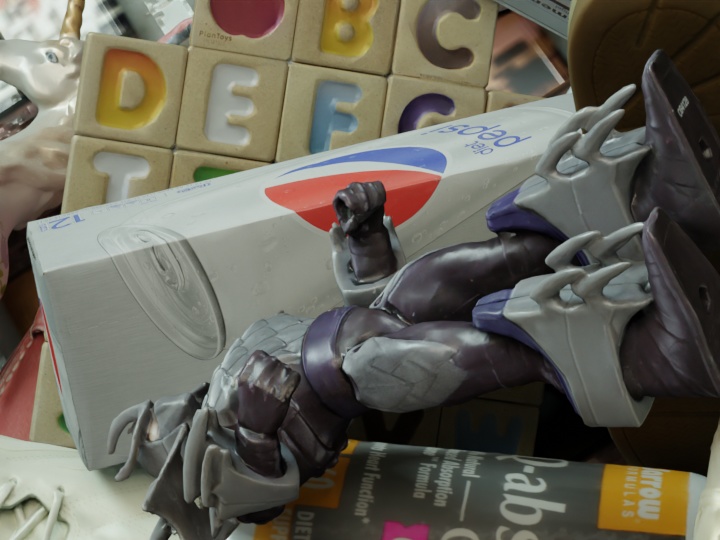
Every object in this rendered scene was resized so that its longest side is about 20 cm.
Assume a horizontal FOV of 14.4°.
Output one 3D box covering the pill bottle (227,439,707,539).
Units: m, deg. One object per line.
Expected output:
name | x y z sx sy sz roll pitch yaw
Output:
pill bottle | 0.055 0.113 0.842 0.198 0.117 0.117 4 64 6

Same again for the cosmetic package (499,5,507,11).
cosmetic package | 0.108 -0.161 1.017 0.199 0.051 0.083 -19 60 7

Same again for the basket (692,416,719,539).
basket | 0.209 0.028 0.724 0.197 0.160 0.201 -10 57 46

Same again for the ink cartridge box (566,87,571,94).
ink cartridge box | 0.146 -0.014 0.943 0.199 0.057 0.163 13 67 45

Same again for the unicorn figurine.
unicorn figurine | -0.153 -0.025 1.005 0.136 0.074 0.201 -10 40 4

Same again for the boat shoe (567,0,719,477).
boat shoe | 0.099 -0.019 0.828 0.071 0.201 0.065 -3 38 7

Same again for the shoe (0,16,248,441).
shoe | -0.085 0.005 0.965 0.071 0.091 0.201 30 75 28

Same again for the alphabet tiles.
alphabet tiles | -0.016 0.000 0.923 0.165 0.006 0.202 8 91 -8

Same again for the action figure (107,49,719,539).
action figure | 0.009 0.018 0.769 0.199 0.070 0.130 -22 29 29

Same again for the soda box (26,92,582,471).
soda box | 0.000 0.000 0.884 0.198 0.069 0.063 -13 17 -8

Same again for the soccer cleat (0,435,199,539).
soccer cleat | -0.139 0.074 0.880 0.198 0.078 0.070 5 55 18

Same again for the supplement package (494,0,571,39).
supplement package | 0.130 -0.155 0.851 0.150 0.200 0.152 28 71 1
